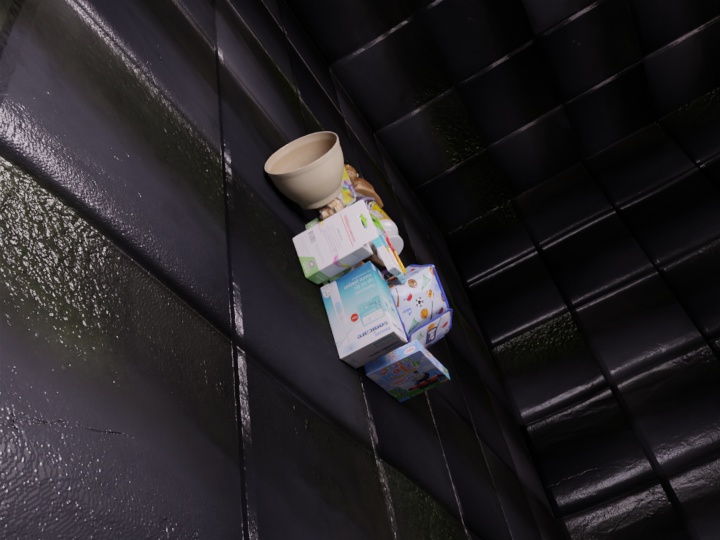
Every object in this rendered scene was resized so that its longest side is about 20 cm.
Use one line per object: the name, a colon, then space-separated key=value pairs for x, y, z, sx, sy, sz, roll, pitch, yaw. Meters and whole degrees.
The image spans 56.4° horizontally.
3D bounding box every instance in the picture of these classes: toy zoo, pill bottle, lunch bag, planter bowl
toy zoo: x=0.061 y=-0.057 z=1.657 sx=0.201 sy=0.020 sz=0.131 roll=63 pitch=12 yaw=12
pill bottle: x=0.038 y=-0.117 z=1.918 sx=0.113 sy=0.113 sz=0.200 roll=47 pitch=4 yaw=-46
lunch bag: x=0.138 y=0.108 z=1.712 sx=0.124 sy=0.170 sz=0.201 roll=2 pitch=-64 yaw=56
planter bowl: x=-0.125 y=-0.241 z=1.696 sx=0.201 sy=0.199 sz=0.135 roll=-96 pitch=164 yaw=-57

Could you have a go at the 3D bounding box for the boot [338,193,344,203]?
boot: x=-0.115 y=-0.223 z=1.897 sx=0.073 sy=0.090 sz=0.201 roll=-64 pitch=143 yaw=-43

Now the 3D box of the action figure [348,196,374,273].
action figure: x=-0.011 y=-0.090 z=1.753 sx=0.130 sy=0.069 sz=0.201 roll=58 pitch=42 yaw=-73

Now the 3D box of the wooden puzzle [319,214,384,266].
wooden puzzle: x=-0.023 y=-0.085 z=1.976 sx=0.185 sy=0.037 sz=0.200 roll=46 pitch=13 yaw=23

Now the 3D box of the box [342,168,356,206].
box: x=-0.083 y=-0.250 z=2.016 sx=0.117 sy=0.048 sz=0.201 roll=-6 pitch=60 yaw=-31

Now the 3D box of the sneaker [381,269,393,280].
sneaker: x=0.086 y=0.049 z=1.820 sx=0.076 sy=0.087 sz=0.200 roll=56 pitch=17 yaw=-28

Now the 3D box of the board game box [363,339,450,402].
board game box: x=0.119 y=0.256 z=1.686 sx=0.200 sy=0.151 sz=0.037 roll=46 pitch=22 yaw=-47

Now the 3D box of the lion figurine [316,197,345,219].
lion figurine: x=-0.068 y=-0.149 z=1.799 sx=0.122 sy=0.073 sz=0.200 roll=29 pitch=-5 yaw=28

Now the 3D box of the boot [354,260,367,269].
boot: x=0.001 y=0.000 z=1.949 sx=0.201 sy=0.071 sz=0.144 roll=53 pitch=10 yaw=-42

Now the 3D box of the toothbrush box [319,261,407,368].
toothbrush box: x=0.005 y=0.104 z=1.576 sx=0.085 sy=0.146 sz=0.201 roll=41 pitch=26 yaw=-54

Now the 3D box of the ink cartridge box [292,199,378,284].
ink cartridge box: x=-0.049 y=-0.067 z=1.589 sx=0.067 sy=0.199 sz=0.118 roll=36 pitch=29 yaw=-60

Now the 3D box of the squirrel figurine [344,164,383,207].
squirrel figurine: x=-0.037 y=-0.279 z=2.188 sx=0.201 sy=0.141 sz=0.187 roll=58 pitch=8 yaw=-27

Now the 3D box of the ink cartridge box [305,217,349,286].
ink cartridge box: x=-0.071 y=-0.023 z=1.752 sx=0.146 sy=0.048 sz=0.201 roll=45 pitch=20 yaw=-52
